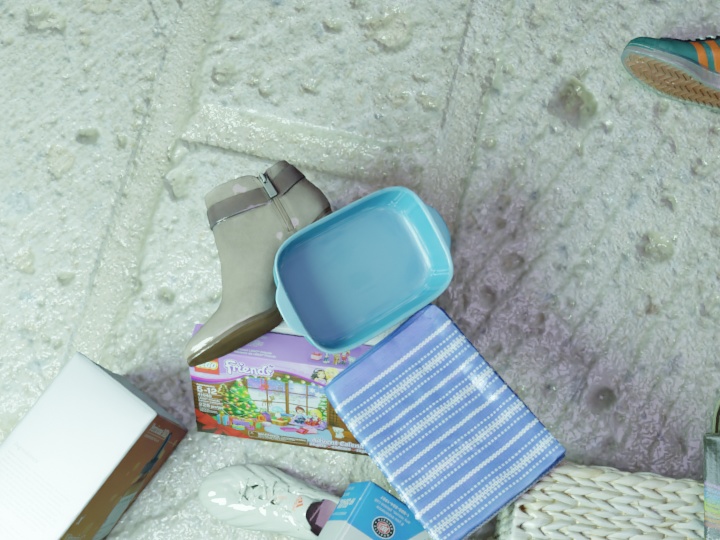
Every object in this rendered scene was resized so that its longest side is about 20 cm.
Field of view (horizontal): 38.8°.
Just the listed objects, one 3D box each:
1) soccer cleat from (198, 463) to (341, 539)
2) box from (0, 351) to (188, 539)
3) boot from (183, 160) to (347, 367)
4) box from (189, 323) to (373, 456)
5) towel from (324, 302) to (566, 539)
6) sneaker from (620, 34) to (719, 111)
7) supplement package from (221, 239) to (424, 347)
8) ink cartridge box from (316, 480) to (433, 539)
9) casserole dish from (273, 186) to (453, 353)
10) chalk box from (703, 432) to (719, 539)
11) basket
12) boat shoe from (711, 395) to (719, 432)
[{"bbox_3d":[-0.073,0.243,1.055,0.199,0.078,0.070,14,76,6],"label":"soccer cleat"},{"bbox_3d":[-0.289,0.203,1.037,0.106,0.152,0.200,35,80,12],"label":"box"},{"bbox_3d":[-0.113,-0.014,1.002,0.199,0.070,0.147,-28,79,-17],"label":"boot"},{"bbox_3d":[-0.074,0.126,1.057,0.199,0.137,0.039,7,44,5],"label":"box"},{"bbox_3d":[0.073,0.136,0.940,0.145,0.024,0.200,-36,60,-8],"label":"towel"},{"bbox_3d":[0.399,-0.236,1.169,0.199,0.071,0.080,19,72,2],"label":"sneaker"},{"bbox_3d":[-0.036,0.025,1.089,0.199,0.120,0.122,8,75,5],"label":"supplement package"},{"bbox_3d":[0.006,0.321,0.951,0.146,0.084,0.200,36,71,-7],"label":"ink cartridge box"},{"bbox_3d":[0.000,0.000,0.980,0.199,0.039,0.122,-30,92,-28],"label":"casserole dish"},{"bbox_3d":[0.370,0.245,0.861,0.124,0.124,0.201,-10,66,39],"label":"chalk box"},{"bbox_3d":[0.221,0.279,0.975,0.199,0.198,0.162,6,71,5],"label":"basket"},{"bbox_3d":[0.400,0.194,1.048,0.074,0.075,0.203,12,76,6],"label":"boat shoe"}]
